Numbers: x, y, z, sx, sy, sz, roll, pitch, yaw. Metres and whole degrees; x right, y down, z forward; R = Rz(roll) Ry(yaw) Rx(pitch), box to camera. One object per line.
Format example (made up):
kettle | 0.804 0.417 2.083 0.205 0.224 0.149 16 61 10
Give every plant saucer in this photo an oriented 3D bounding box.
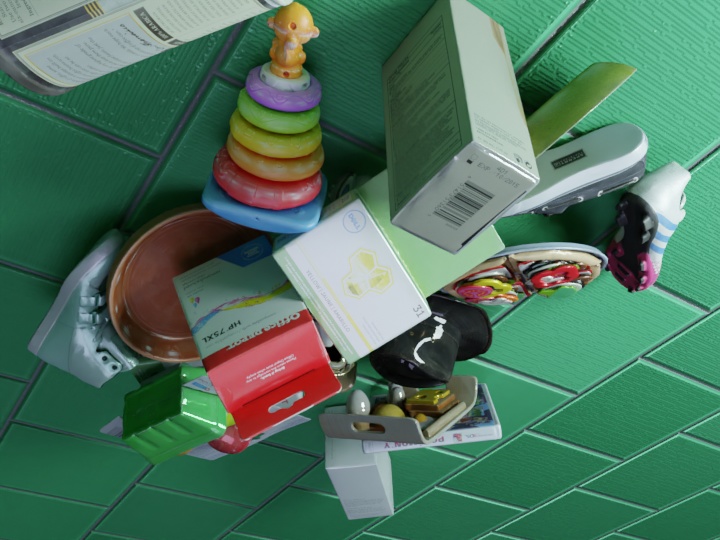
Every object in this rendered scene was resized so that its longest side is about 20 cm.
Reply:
plant saucer | 0.157 -0.123 0.696 0.031 0.200 0.200 49 127 1
plant saucer | -0.186 0.014 0.870 0.198 0.032 0.203 -18 130 -22

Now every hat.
hat | 0.072 0.103 0.994 0.197 0.082 0.202 5 144 4

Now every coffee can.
coffee can | -0.164 -0.227 0.546 0.197 0.148 0.147 -15 139 14

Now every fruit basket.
fruit basket | -0.193 0.187 0.975 0.184 0.095 0.199 -27 149 26

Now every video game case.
video game case | 0.096 0.203 1.077 0.179 0.200 0.023 -7 96 5

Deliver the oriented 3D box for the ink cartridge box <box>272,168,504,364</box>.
ink cartridge box | 0.032 -0.019 0.767 0.198 0.048 0.146 -31 110 8

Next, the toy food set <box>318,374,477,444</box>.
toy food set | 0.055 0.172 1.018 0.142 0.061 0.199 -4 -173 31

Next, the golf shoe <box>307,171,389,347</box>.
golf shoe | 0.000 0.000 0.825 0.096 0.079 0.203 13 115 3

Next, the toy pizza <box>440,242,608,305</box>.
toy pizza | 0.186 0.013 0.894 0.197 0.032 0.200 -5 164 -1

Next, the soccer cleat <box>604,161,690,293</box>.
soccer cleat | 0.328 -0.044 0.866 0.086 0.070 0.201 -38 152 -9

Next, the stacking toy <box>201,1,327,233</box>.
stacking toy | -0.074 -0.146 0.701 0.114 0.110 0.202 12 128 -3

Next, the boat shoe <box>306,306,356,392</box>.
boat shoe | -0.042 0.110 1.013 0.071 0.065 0.201 -24 137 -7

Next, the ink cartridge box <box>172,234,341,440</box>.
ink cartridge box | -0.109 0.062 0.789 0.115 0.200 0.068 -26 132 -9

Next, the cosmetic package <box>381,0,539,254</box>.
cosmetic package | 0.076 -0.127 0.640 0.070 0.202 0.105 24 135 -26

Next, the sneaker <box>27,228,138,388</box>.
sneaker | -0.290 0.049 0.890 0.118 0.074 0.201 34 118 -10

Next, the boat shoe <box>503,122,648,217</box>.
boat shoe | 0.202 -0.090 0.807 0.198 0.071 0.066 -22 136 10

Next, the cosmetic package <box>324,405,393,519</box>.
cosmetic package | 0.001 0.309 1.238 0.083 0.109 0.201 -8 139 7

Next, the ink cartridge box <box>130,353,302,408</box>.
ink cartridge box | -0.182 0.117 1.009 0.197 0.088 0.146 -8 140 3
